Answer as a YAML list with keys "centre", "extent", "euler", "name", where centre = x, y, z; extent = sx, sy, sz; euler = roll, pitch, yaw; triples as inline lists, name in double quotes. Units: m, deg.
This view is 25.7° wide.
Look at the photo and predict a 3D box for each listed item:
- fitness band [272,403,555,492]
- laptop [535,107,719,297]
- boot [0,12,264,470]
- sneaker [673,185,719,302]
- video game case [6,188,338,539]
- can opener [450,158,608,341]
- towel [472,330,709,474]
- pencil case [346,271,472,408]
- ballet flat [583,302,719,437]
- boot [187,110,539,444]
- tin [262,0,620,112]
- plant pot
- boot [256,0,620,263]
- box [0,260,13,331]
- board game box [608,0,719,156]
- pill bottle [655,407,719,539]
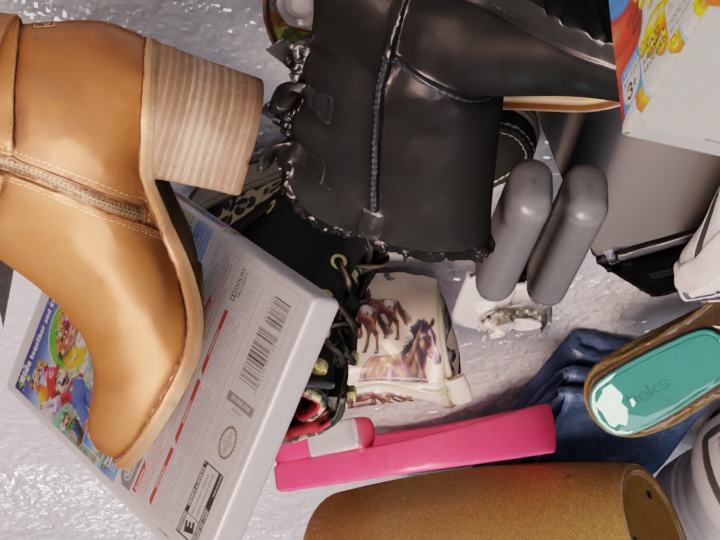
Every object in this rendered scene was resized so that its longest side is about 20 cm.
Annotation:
- centre: [0.031, 0.109, 0.963]
  extent: [0.144, 0.037, 0.200]
  euler: [-1, 170, -30]
  name: "fitness band"
- centre: [0.202, -0.068, 0.823]
  extent: [0.177, 0.103, 0.200]
  euler: [-16, 165, 21]
  name: "laptop"
- centre: [-0.139, -0.013, 0.683]
  extent: [0.155, 0.077, 0.200]
  euler: [11, 116, -14]
  name: "boot"
- centre: [0.198, -0.071, 0.728]
  extent: [0.079, 0.130, 0.199]
  euler: [-4, 158, -15]
  name: "sneaker"
- centre: [-0.100, 0.038, 0.776]
  extent: [0.018, 0.200, 0.143]
  euler: [13, 104, -44]
  name: "video game case"
- centre: [0.083, -0.012, 0.812]
  extent: [0.053, 0.067, 0.200]
  euler: [3, 162, -3]
  name: "can opener"
- centre: [0.146, 0.118, 1.033]
  extent: [0.112, 0.049, 0.200]
  euler: [9, 141, -13]
  name: "towel"
- centre: [-0.037, 0.048, 0.910]
  extent: [0.200, 0.090, 0.078]
  euler: [-4, 142, 4]
  name: "pencil case"
- centre: [0.220, 0.036, 0.897]
  extent: [0.200, 0.072, 0.068]
  euler: [-30, 95, 22]
  name: "ballet flat"
- centre: [0.000, 0.001, 0.794]
  extent: [0.203, 0.154, 0.073]
  euler: [-18, 139, 21]
  name: "boot"
- centre: [0.056, -0.125, 0.719]
  extent: [0.200, 0.042, 0.112]
  euler: [3, 135, 0]
  name: "tin"
- centre: [0.096, 0.196, 0.971]
  extent: [0.200, 0.187, 0.186]
  euler: [-24, 136, 27]
  name: "plant pot"
- centre: [0.051, -0.069, 0.671]
  extent: [0.198, 0.073, 0.163]
  euler: [22, 134, 13]
  name: "boot"
- centre: [-0.274, -0.043, 0.772]
  extent: [0.200, 0.113, 0.101]
  euler: [1, 142, 0]
  name: "box"
- centre: [0.153, -0.144, 0.567]
  extent: [0.105, 0.200, 0.103]
  euler: [11, 141, -12]
  name: "board game box"
- centre: [0.279, 0.116, 0.976]
  extent: [0.116, 0.116, 0.200]
  euler: [20, 139, -24]
  name: "pill bottle"
